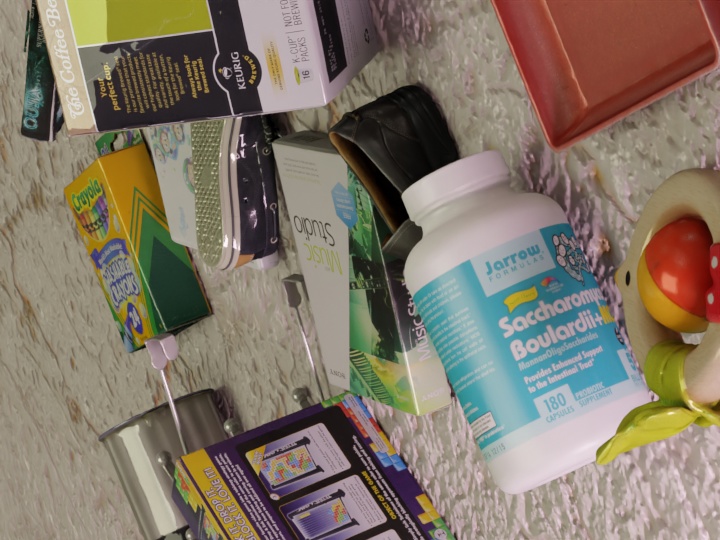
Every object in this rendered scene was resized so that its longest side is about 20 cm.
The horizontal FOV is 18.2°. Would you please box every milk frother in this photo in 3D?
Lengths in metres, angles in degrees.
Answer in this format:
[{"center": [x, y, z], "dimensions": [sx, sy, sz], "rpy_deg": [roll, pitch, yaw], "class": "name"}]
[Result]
[{"center": [-0.196, 0.238, 2.057], "dimensions": [0.189, 0.199, 0.180], "rpy_deg": [66, 159, 8], "class": "milk frother"}]

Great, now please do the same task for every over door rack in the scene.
[{"center": [-0.095, 0.110, 1.813], "dimensions": [0.066, 0.147, 0.201], "rpy_deg": [24, 131, 51], "class": "over door rack"}]

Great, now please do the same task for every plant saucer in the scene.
[{"center": [0.129, -0.185, 1.260], "dimensions": [0.200, 0.037, 0.201], "rpy_deg": [-28, 83, 65], "class": "plant saucer"}]

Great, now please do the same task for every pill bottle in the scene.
[{"center": [0.097, 0.029, 1.398], "dimensions": [0.201, 0.110, 0.111], "rpy_deg": [65, 155, 8], "class": "pill bottle"}]

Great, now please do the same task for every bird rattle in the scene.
[{"center": [0.187, 0.018, 1.229], "dimensions": [0.201, 0.112, 0.164], "rpy_deg": [105, 154, -47], "class": "bird rattle"}]

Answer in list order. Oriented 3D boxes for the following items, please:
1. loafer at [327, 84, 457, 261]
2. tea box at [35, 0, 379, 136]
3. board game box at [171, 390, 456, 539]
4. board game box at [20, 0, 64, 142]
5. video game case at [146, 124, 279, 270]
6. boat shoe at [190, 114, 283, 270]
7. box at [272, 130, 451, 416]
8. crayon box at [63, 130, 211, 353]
[{"center": [0.044, -0.024, 1.513], "dimensions": [0.201, 0.072, 0.073], "rpy_deg": [63, 154, 13], "class": "loafer"}, {"center": [-0.111, -0.212, 1.510], "dimensions": [0.195, 0.134, 0.201], "rpy_deg": [-5, 109, 18], "class": "tea box"}, {"center": [-0.028, 0.205, 1.724], "dimensions": [0.200, 0.165, 0.057], "rpy_deg": [55, 152, 30], "class": "board game box"}, {"center": [-0.203, -0.206, 1.659], "dimensions": [0.201, 0.028, 0.136], "rpy_deg": [-70, -5, -48], "class": "board game box"}, {"center": [-0.135, -0.109, 1.872], "dimensions": [0.182, 0.024, 0.201], "rpy_deg": [17, 122, 60], "class": "video game case"}, {"center": [-0.092, -0.101, 1.752], "dimensions": [0.074, 0.062, 0.201], "rpy_deg": [11, 103, 60], "class": "boat shoe"}, {"center": [0.000, 0.000, 1.666], "dimensions": [0.144, 0.036, 0.201], "rpy_deg": [15, 122, 61], "class": "box"}, {"center": [-0.212, -0.033, 2.059], "dimensions": [0.126, 0.051, 0.201], "rpy_deg": [-28, 82, 65], "class": "crayon box"}]
